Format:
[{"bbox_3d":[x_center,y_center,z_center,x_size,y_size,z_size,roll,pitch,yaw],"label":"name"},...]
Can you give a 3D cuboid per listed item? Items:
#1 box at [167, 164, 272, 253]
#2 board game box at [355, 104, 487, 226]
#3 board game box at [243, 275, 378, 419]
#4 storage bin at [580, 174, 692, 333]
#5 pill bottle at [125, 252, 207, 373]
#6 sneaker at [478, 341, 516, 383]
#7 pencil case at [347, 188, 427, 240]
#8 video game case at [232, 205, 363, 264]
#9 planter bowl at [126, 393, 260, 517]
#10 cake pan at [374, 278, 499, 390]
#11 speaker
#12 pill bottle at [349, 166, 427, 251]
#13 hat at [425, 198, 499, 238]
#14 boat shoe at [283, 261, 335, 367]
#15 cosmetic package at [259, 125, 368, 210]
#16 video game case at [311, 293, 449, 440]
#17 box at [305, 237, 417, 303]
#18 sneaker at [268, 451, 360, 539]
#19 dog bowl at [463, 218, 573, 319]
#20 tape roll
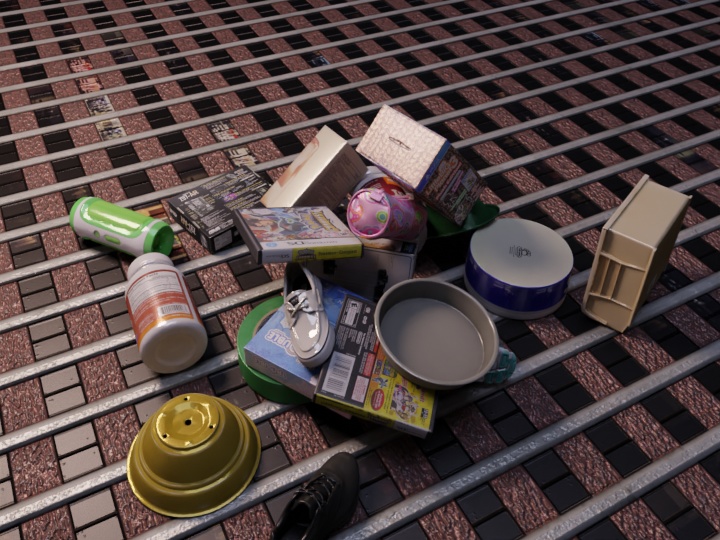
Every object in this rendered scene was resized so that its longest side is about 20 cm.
[{"bbox_3d":[-0.273,-0.132,1.447,0.198,0.044,0.159,-32,52,-32],"label":"box"},{"bbox_3d":[0.115,-0.188,1.272,0.159,0.199,0.098,38,96,34],"label":"board game box"},{"bbox_3d":[-0.051,0.113,1.119,0.197,0.044,0.200,23,47,19],"label":"board game box"},{"bbox_3d":[0.493,-0.027,1.253,0.092,0.202,0.200,26,46,27],"label":"storage bin"},{"bbox_3d":[-0.334,0.065,1.178,0.110,0.114,0.201,-15,44,-19],"label":"pill bottle"},{"bbox_3d":[0.155,0.141,1.162,0.194,0.079,0.092,3,25,-4],"label":"sneaker"},{"bbox_3d":[0.050,-0.095,1.191,0.086,0.089,0.199,24,13,22],"label":"pencil case"},{"bbox_3d":[-0.110,-0.066,1.181,0.176,0.026,0.200,-4,25,-21],"label":"video game case"},{"bbox_3d":[-0.245,0.242,1.009,0.195,0.085,0.203,2,43,-1],"label":"planter bowl"},{"bbox_3d":[0.113,0.099,1.066,0.195,0.037,0.203,8,46,-8],"label":"cake pan"},{"bbox_3d":[-0.462,-0.080,1.351,0.196,0.090,0.089,18,44,17],"label":"speaker"},{"bbox_3d":[0.047,-0.119,1.395,0.110,0.115,0.202,-13,45,-17],"label":"pill bottle"},{"bbox_3d":[0.165,-0.178,1.381,0.164,0.180,0.198,-30,20,-36],"label":"hat"},{"bbox_3d":[-0.087,0.058,1.074,0.071,0.066,0.202,-25,40,15],"label":"boat shoe"},{"bbox_3d":[-0.091,-0.171,1.386,0.200,0.103,0.087,-47,52,-2],"label":"cosmetic package"},{"bbox_3d":[0.037,0.139,1.053,0.177,0.026,0.202,17,46,1],"label":"video game case"},{"bbox_3d":[0.000,0.000,1.257,0.195,0.119,0.060,9,23,9],"label":"box"},{"bbox_3d":[-0.058,0.316,0.932,0.074,0.092,0.201,18,43,20],"label":"sneaker"},{"bbox_3d":[0.295,-0.007,1.311,0.195,0.080,0.203,1,42,-1],"label":"dog bowl"},{"bbox_3d":[-0.107,0.127,1.167,0.195,0.049,0.203,2,44,-2],"label":"tape roll"}]
